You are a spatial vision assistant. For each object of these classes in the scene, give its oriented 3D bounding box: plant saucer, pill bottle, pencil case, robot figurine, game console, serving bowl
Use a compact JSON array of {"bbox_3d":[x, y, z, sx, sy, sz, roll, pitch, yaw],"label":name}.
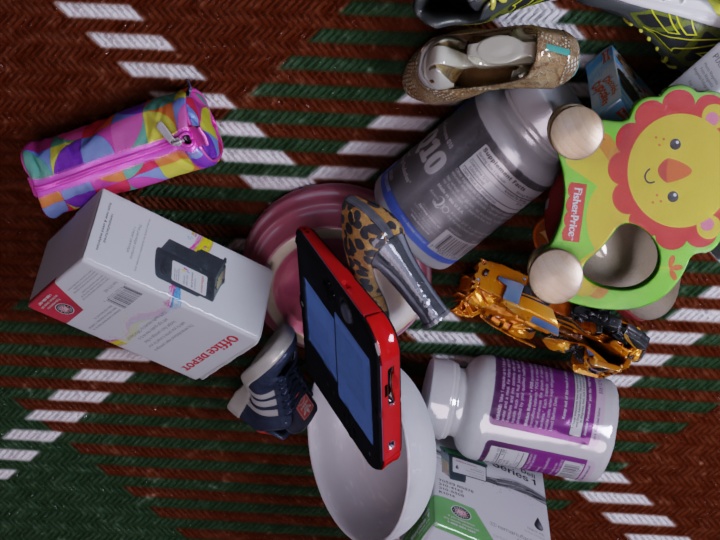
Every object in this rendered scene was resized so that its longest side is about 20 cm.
[{"bbox_3d":[-0.025,0.009,1.598,0.198,0.051,0.202,2,123,3],"label":"plant saucer"},{"bbox_3d":[0.118,-0.102,1.480,0.114,0.114,0.200,41,116,-20],"label":"pill bottle"},{"bbox_3d":[-0.231,-0.115,1.516,0.198,0.089,0.089,-18,119,16],"label":"pencil case"},{"bbox_3d":[0.163,0.151,1.638,0.198,0.113,0.113,12,122,-4],"label":"pill bottle"},{"bbox_3d":[0.194,0.053,1.571,0.198,0.145,0.059,25,78,-2],"label":"robot figurine"},{"bbox_3d":[-0.015,0.079,1.504,0.031,0.177,0.201,-23,137,-22],"label":"game console"},{"bbox_3d":[0.021,0.180,1.611,0.065,0.200,0.202,-5,129,-32],"label":"serving bowl"}]

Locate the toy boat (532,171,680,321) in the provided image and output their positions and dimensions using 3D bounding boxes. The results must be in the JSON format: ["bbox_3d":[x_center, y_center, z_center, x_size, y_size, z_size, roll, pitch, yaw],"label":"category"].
[{"bbox_3d":[0.225,-0.033,1.496,0.129,0.132,0.200,3,164,33],"label":"toy boat"}]

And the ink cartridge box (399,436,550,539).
[{"bbox_3d":[0.121,0.258,1.657,0.145,0.201,0.085,24,118,-12],"label":"ink cartridge box"}]

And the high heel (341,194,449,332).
[{"bbox_3d":[0.000,0.000,1.504,0.143,0.071,0.200,55,153,-7],"label":"high heel"}]

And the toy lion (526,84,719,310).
[{"bbox_3d":[0.251,-0.063,1.356,0.189,0.069,0.203,9,97,3],"label":"toy lion"}]

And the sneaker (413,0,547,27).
[{"bbox_3d":[0.134,-0.254,1.361,0.199,0.085,0.075,-19,106,36],"label":"sneaker"}]

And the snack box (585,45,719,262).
[{"bbox_3d":[0.288,-0.110,1.462,0.037,0.117,0.200,-36,114,23],"label":"snack box"}]

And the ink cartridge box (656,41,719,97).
[{"bbox_3d":[0.376,-0.175,1.410,0.200,0.057,0.162,-38,147,27],"label":"ink cartridge box"}]

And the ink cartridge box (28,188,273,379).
[{"bbox_3d":[-0.208,0.019,1.551,0.199,0.084,0.145,26,147,-24],"label":"ink cartridge box"}]

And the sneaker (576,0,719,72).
[{"bbox_3d":[0.284,-0.222,1.416,0.198,0.075,0.085,13,123,-4],"label":"sneaker"}]

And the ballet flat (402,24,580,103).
[{"bbox_3d":[0.104,-0.194,1.410,0.198,0.071,0.065,-5,168,40],"label":"ballet flat"}]

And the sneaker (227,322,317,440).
[{"bbox_3d":[-0.078,0.121,1.614,0.084,0.075,0.200,37,157,4],"label":"sneaker"}]
